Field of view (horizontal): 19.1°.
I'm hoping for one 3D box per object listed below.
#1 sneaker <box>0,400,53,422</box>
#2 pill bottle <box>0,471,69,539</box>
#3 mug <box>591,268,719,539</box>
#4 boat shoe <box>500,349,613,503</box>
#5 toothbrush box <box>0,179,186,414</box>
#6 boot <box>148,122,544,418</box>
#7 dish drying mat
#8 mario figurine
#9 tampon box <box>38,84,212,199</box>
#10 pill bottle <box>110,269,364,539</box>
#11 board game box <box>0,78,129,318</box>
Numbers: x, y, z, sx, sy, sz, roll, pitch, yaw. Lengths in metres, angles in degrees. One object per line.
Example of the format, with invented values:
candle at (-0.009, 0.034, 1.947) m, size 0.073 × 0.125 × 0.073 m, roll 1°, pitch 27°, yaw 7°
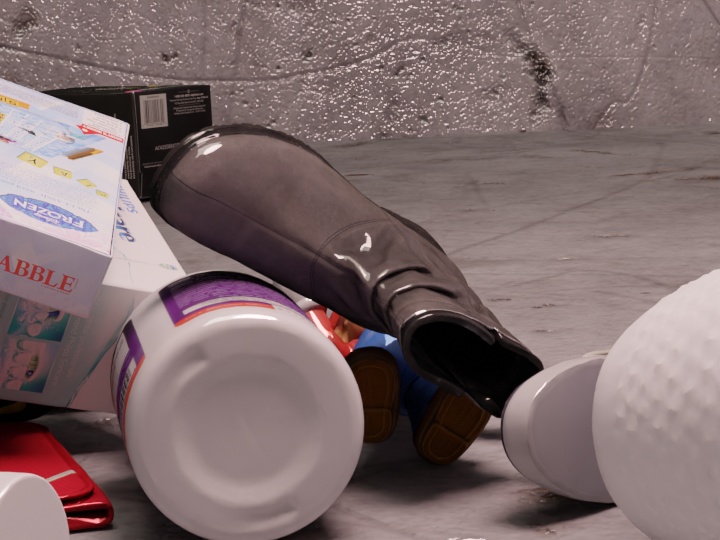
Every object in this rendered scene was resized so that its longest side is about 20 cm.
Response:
sneaker at (-0.273, 0.071, 1.268) m, size 0.200 × 0.070 × 0.090 m, roll 8°, pitch 38°, yaw 25°
pill bottle at (-0.212, 0.106, 0.798) m, size 0.200 × 0.111 × 0.111 m, roll 1°, pitch 9°, yaw 20°
mug at (0.206, 0.053, 0.893) m, size 0.175 × 0.148 × 0.200 m, roll -9°, pitch 10°, yaw 43°
boat shoe at (0.122, 0.072, 1.079) m, size 0.066 × 0.072 × 0.200 m, roll -1°, pitch 7°, yaw 40°
toothbrush box at (-0.210, 0.000, 1.194) m, size 0.200 × 0.085 × 0.146 m, roll 9°, pitch 25°, yaw -30°
boot at (0.000, 0.000, 1.062) m, size 0.200 × 0.070 × 0.132 m, roll 20°, pitch 17°, yaw -36°
dish drying mat at (-0.183, 0.105, 1.114) m, size 0.077 × 0.018 × 0.200 m, roll -6°, pitch 9°, yaw -17°
mario figurine at (0.022, 0.033, 1.204) m, size 0.106 × 0.123 × 0.200 m, roll -37°, pitch 15°, yaw 4°
tampon box at (-0.296, -0.155, 2.550) m, size 0.200 × 0.126 × 0.150 m, roll 3°, pitch 9°, yaw 34°
pill bottle at (-0.067, 0.059, 1.071) m, size 0.111 × 0.111 × 0.200 m, roll -4°, pitch 9°, yaw -9°
board game box at (-0.227, -0.062, 1.148) m, size 0.200 × 0.041 × 0.200 m, roll 19°, pitch 21°, yaw -11°
